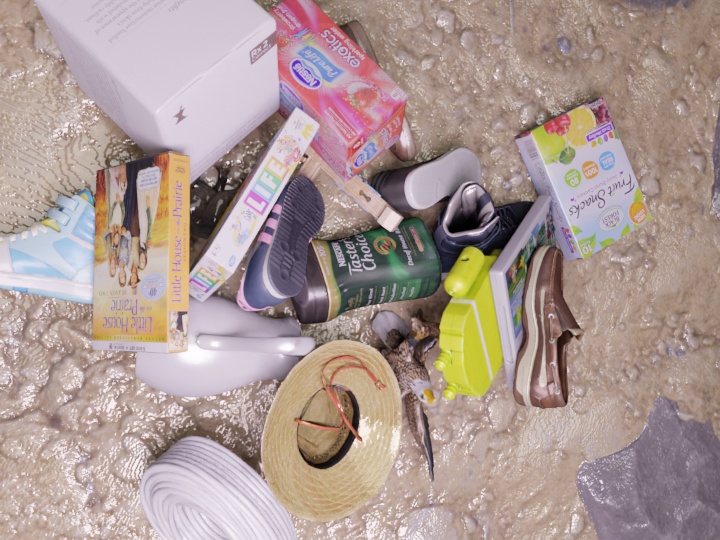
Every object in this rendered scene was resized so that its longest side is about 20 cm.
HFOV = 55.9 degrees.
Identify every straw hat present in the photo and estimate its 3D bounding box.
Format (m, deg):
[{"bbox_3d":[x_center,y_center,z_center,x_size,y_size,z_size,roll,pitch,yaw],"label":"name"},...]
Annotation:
[{"bbox_3d":[-0.046,0.178,0.799,0.198,0.085,0.206,-3,95,-33],"label":"straw hat"}]

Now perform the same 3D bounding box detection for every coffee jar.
[{"bbox_3d":[0.000,0.000,0.882,0.196,0.086,0.106,-14,61,-17],"label":"coffee jar"}]

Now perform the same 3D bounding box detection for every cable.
[{"bbox_3d":[-0.162,0.283,0.777,0.198,0.202,0.069,30,42,15],"label":"cable"}]

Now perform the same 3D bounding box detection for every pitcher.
[{"bbox_3d":[-0.158,0.086,0.794,0.196,0.171,0.124,5,77,-17],"label":"pitcher"}]

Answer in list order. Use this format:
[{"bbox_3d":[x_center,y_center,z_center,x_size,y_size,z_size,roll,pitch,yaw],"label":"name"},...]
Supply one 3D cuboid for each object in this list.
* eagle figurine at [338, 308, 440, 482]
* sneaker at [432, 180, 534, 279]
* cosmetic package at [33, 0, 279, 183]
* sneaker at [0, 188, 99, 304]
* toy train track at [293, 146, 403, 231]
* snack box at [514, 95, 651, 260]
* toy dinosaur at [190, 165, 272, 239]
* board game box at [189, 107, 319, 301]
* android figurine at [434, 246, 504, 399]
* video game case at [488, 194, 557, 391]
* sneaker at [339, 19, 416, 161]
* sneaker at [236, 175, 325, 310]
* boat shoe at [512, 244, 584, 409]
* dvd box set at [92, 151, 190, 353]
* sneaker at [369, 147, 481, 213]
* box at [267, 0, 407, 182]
[{"bbox_3d":[0.059,0.157,0.881,0.149,0.151,0.204,21,98,8],"label":"eagle figurine"},{"bbox_3d":[0.183,-0.069,0.913,0.199,0.147,0.078,-25,66,-17],"label":"sneaker"},{"bbox_3d":[-0.215,-0.240,0.756,0.200,0.165,0.165,43,72,10],"label":"cosmetic package"},{"bbox_3d":[-0.373,-0.040,0.782,0.197,0.079,0.133,13,86,-26],"label":"sneaker"},{"bbox_3d":[-0.027,-0.123,0.866,0.200,0.032,0.115,43,107,16],"label":"toy train track"},{"bbox_3d":[0.334,-0.137,1.015,0.140,0.053,0.203,-26,96,-15],"label":"snack box"},{"bbox_3d":[-0.197,-0.083,0.850,0.197,0.077,0.104,21,94,-21],"label":"toy dinosaur"},{"bbox_3d":[-0.125,-0.071,0.756,0.034,0.134,0.202,33,63,-14],"label":"board game box"},{"bbox_3d":[0.143,0.069,0.836,0.201,0.040,0.184,-52,135,-39],"label":"android figurine"},{"bbox_3d":[0.227,0.027,0.908,0.200,0.022,0.185,-47,131,-44],"label":"video game case"},{"bbox_3d":[0.007,-0.230,0.920,0.074,0.070,0.203,-26,91,1],"label":"sneaker"},{"bbox_3d":[-0.100,-0.036,0.813,0.070,0.081,0.202,45,36,-24],"label":"sneaker"},{"bbox_3d":[0.246,0.071,0.854,0.074,0.074,0.207,15,81,-56],"label":"boat shoe"},{"bbox_3d":[-0.238,-0.015,0.730,0.029,0.144,0.205,4,85,-51],"label":"dvd box set"},{"bbox_3d":[0.087,-0.123,0.933,0.199,0.098,0.072,-23,106,-48],"label":"sneaker"},{"bbox_3d":[-0.047,-0.223,0.826,0.102,0.095,0.200,-39,76,-15],"label":"box"}]
